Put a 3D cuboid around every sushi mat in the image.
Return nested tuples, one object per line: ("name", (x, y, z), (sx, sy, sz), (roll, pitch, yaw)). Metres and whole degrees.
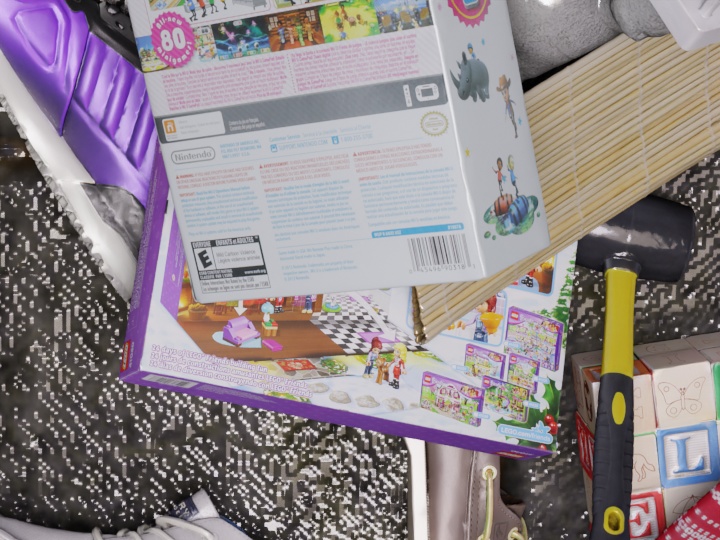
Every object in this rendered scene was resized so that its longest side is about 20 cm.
("sushi mat", (0.096, -0.051, 0.991), (0.200, 0.012, 0.096), (-32, 132, -24))

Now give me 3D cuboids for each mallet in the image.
("mallet", (0.127, 0.045, 1.021), (0.066, 0.201, 0.041), (5, 144, -8))

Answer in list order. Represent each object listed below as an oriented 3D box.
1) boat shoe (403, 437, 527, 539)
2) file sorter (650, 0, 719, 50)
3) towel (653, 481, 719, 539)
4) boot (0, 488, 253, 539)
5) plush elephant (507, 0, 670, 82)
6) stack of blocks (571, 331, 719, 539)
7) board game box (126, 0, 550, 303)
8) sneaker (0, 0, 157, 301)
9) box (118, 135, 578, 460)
("boat shoe", (0.050, 0.112, 1.071), (0.059, 0.072, 0.201), (-5, 95, 0))
("file sorter", (0.187, -0.195, 0.862), (0.200, 0.125, 0.139), (-19, 69, -34))
("towel", (0.177, 0.163, 1.056), (0.144, 0.023, 0.200), (27, 122, -29))
("boot", (-0.107, 0.140, 1.069), (0.200, 0.074, 0.096), (34, 90, -18))
("plush elephant", (0.068, -0.168, 0.961), (0.164, 0.200, 0.155), (-23, 101, 29))
("stack of blocks", (0.210, 0.088, 1.083), (0.199, 0.059, 0.116), (-8, 101, -3))
("board game box", (-0.016, -0.094, 0.882), (0.147, 0.064, 0.201), (-4, 103, 35))
("sneaker", (-0.118, -0.095, 1.024), (0.099, 0.070, 0.201), (-30, 105, -6))
("box", (0.000, 0.000, 1.001), (0.199, 0.039, 0.137), (13, 76, -19))
